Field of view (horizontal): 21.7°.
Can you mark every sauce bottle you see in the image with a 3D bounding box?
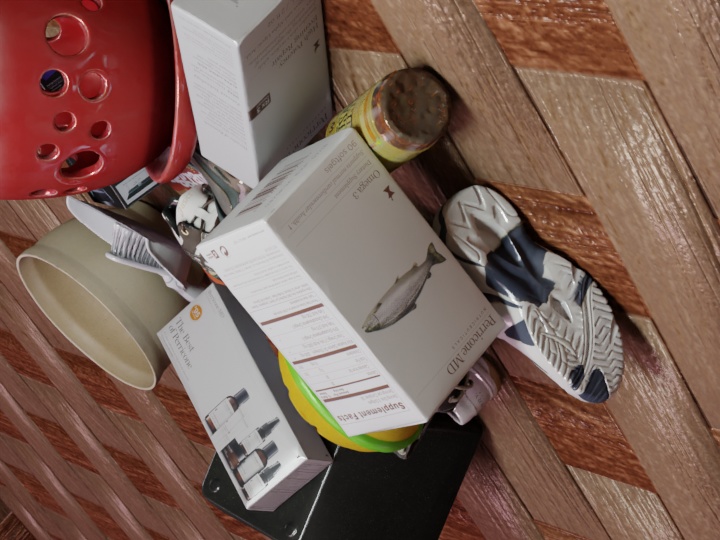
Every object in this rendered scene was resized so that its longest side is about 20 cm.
[{"bbox_3d":[0.008,-0.103,1.478,0.066,0.066,0.200,44,156,-6],"label":"sauce bottle"}]

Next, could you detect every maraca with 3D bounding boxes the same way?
[{"bbox_3d":[-0.018,0.066,1.580,0.107,0.137,0.201,-44,71,31],"label":"maraca"}]

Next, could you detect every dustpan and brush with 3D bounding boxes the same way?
[{"bbox_3d":[-0.202,-0.006,1.900,0.139,0.058,0.199,26,-177,41],"label":"dustpan and brush"}]

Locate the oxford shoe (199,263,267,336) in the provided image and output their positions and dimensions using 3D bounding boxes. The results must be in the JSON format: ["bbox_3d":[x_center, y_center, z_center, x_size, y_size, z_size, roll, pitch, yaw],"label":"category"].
[{"bbox_3d":[-0.079,0.036,1.882,0.200,0.071,0.073,42,164,28],"label":"oxford shoe"}]

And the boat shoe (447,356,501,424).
[{"bbox_3d":[0.035,0.077,1.753,0.199,0.069,0.071,30,157,30],"label":"boat shoe"}]

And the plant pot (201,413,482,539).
[{"bbox_3d":[-0.034,0.191,1.825,0.198,0.202,0.177,24,-179,36],"label":"plant pot"}]

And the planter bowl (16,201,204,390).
[{"bbox_3d":[-0.254,0.010,2.028,0.199,0.135,0.201,34,156,17],"label":"planter bowl"}]

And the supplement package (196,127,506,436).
[{"bbox_3d":[-0.007,0.012,1.451,0.200,0.117,0.117,51,148,-14],"label":"supplement package"}]

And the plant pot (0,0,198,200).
[{"bbox_3d":[-0.233,-0.163,1.561,0.200,0.180,0.203,176,90,-70],"label":"plant pot"}]

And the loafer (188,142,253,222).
[{"bbox_3d":[-0.118,-0.110,1.624,0.063,0.071,0.201,82,163,-44],"label":"loafer"}]

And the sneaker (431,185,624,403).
[{"bbox_3d":[0.123,0.032,1.515,0.199,0.080,0.130,43,159,-1],"label":"sneaker"}]

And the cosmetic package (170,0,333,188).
[{"bbox_3d":[-0.081,-0.163,1.473,0.074,0.102,0.201,32,157,22],"label":"cosmetic package"}]

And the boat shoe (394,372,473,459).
[{"bbox_3d":[0.068,0.091,1.661,0.064,0.071,0.201,41,133,9],"label":"boat shoe"}]

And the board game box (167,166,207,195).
[{"bbox_3d":[-0.129,-0.079,1.775,0.103,0.020,0.199,43,163,-25],"label":"board game box"}]

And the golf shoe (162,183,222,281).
[{"bbox_3d":[-0.126,-0.033,1.724,0.094,0.078,0.199,38,164,-22],"label":"golf shoe"}]

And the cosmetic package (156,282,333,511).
[{"bbox_3d":[-0.110,0.117,1.747,0.050,0.082,0.201,18,-143,-59],"label":"cosmetic package"}]

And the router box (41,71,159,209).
[{"bbox_3d":[-0.266,-0.140,1.807,0.158,0.052,0.200,56,168,-13],"label":"router box"}]
